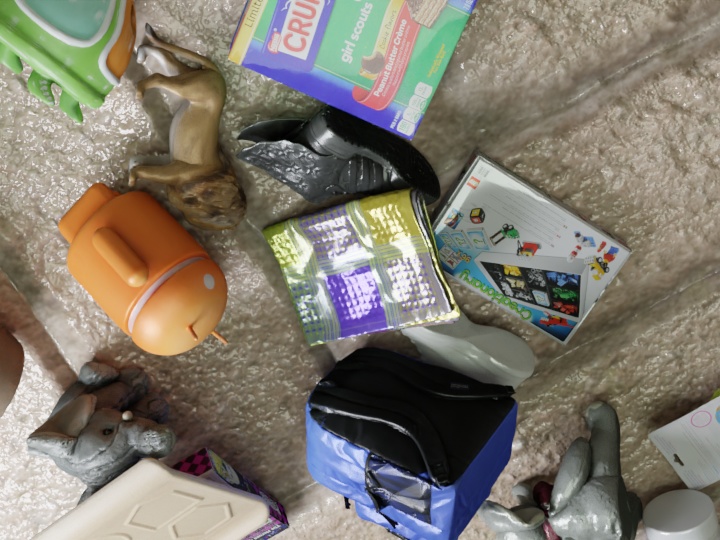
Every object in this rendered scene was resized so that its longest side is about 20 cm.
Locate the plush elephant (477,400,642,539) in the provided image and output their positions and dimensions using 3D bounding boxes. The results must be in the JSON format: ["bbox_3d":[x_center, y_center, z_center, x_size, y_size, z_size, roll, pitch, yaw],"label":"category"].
[{"bbox_3d":[0.218,0.272,1.407,0.153,0.201,0.166,-10,120,21],"label":"plush elephant"}]

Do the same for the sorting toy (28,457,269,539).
[{"bbox_3d":[-0.216,0.261,1.304,0.184,0.037,0.200,-35,143,15],"label":"sorting toy"}]

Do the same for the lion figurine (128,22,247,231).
[{"bbox_3d":[-0.166,-0.138,1.269,0.121,0.073,0.203,3,107,-12],"label":"lion figurine"}]

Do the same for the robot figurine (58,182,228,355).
[{"bbox_3d":[-0.211,0.002,1.275,0.200,0.116,0.144,44,143,17],"label":"robot figurine"}]

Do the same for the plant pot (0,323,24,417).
[{"bbox_3d":[-0.441,0.087,1.292,0.174,0.201,0.200,33,107,-32],"label":"plant pot"}]

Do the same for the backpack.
[{"bbox_3d":[0.039,0.188,1.334,0.198,0.162,0.169,23,129,23],"label":"backpack"}]

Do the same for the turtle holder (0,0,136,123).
[{"bbox_3d":[-0.292,-0.241,1.202,0.185,0.141,0.132,38,91,25],"label":"turtle holder"}]

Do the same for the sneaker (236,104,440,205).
[{"bbox_3d":[-0.020,-0.104,1.294,0.199,0.061,0.104,29,133,-33],"label":"sneaker"}]

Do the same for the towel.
[{"bbox_3d":[0.000,0.000,1.304,0.198,0.023,0.145,-10,106,32],"label":"towel"}]

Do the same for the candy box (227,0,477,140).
[{"bbox_3d":[-0.006,-0.247,1.230,0.198,0.077,0.170,22,109,-10],"label":"candy box"}]

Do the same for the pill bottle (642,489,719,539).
[{"bbox_3d":[0.383,0.357,1.465,0.110,0.112,0.202,-18,111,4],"label":"pill bottle"}]

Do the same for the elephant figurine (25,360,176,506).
[{"bbox_3d":[-0.270,0.178,1.311,0.140,0.200,0.157,20,103,-9],"label":"elephant figurine"}]

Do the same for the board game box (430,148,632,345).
[{"bbox_3d":[0.169,-0.023,1.348,0.199,0.035,0.127,30,106,-13],"label":"board game box"}]

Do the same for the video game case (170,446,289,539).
[{"bbox_3d":[-0.203,0.286,1.404,0.199,0.036,0.181,-30,141,9],"label":"video game case"}]

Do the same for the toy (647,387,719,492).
[{"bbox_3d":[0.427,0.157,1.419,0.199,0.047,0.115,-30,121,20],"label":"toy"}]

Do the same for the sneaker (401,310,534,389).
[{"bbox_3d":[0.084,0.079,1.371,0.199,0.076,0.089,32,131,-8],"label":"sneaker"}]
